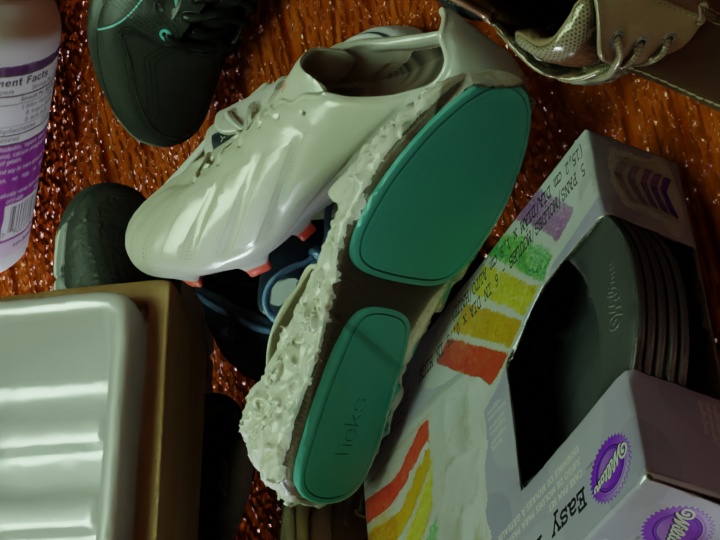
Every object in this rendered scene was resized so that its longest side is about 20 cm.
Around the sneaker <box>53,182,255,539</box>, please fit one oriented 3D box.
[{"bbox_3d":[-0.088,0.048,1.266,0.115,0.075,0.200,158,98,-67],"label":"sneaker"}]

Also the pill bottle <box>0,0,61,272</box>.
[{"bbox_3d":[-0.224,-0.104,1.445,0.112,0.112,0.200,41,128,45],"label":"pill bottle"}]

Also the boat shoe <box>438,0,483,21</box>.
[{"bbox_3d":[0.009,-0.166,1.115,0.200,0.063,0.073,58,141,44],"label":"boat shoe"}]

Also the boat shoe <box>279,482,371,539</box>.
[{"bbox_3d":[-0.002,0.127,1.123,0.200,0.068,0.072,-89,3,-64],"label":"boat shoe"}]

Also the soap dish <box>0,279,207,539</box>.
[{"bbox_3d":[-0.145,0.111,1.188,0.157,0.081,0.200,-6,74,30],"label":"soap dish"}]

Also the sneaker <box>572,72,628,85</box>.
[{"bbox_3d":[0.079,-0.157,0.984,0.075,0.114,0.200,50,134,39],"label":"sneaker"}]

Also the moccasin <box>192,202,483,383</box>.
[{"bbox_3d":[-0.021,0.014,1.178,0.068,0.080,0.200,47,148,-17],"label":"moccasin"}]

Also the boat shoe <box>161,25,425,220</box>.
[{"bbox_3d":[-0.036,-0.054,1.211,0.200,0.070,0.071,-30,71,54],"label":"boat shoe"}]

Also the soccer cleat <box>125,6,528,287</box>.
[{"bbox_3d":[-0.024,-0.056,1.121,0.200,0.078,0.069,-21,39,24],"label":"soccer cleat"}]

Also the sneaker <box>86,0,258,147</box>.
[{"bbox_3d":[-0.077,-0.145,1.254,0.079,0.075,0.200,38,126,44],"label":"sneaker"}]

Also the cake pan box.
[{"bbox_3d":[0.070,0.071,1.020,0.200,0.052,0.184,-52,30,38],"label":"cake pan box"}]

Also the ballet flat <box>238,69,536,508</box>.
[{"bbox_3d":[0.000,0.000,1.072,0.072,0.072,0.200,39,107,46],"label":"ballet flat"}]

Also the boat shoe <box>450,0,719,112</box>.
[{"bbox_3d":[0.079,-0.097,0.929,0.076,0.200,0.072,-34,35,52],"label":"boat shoe"}]
